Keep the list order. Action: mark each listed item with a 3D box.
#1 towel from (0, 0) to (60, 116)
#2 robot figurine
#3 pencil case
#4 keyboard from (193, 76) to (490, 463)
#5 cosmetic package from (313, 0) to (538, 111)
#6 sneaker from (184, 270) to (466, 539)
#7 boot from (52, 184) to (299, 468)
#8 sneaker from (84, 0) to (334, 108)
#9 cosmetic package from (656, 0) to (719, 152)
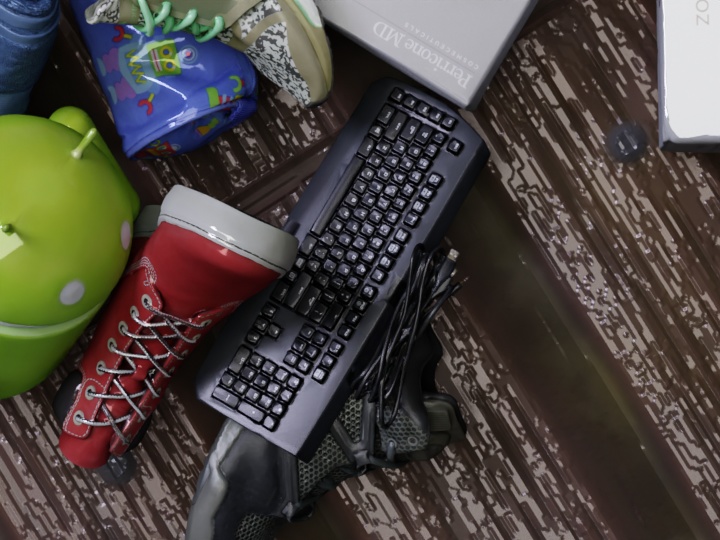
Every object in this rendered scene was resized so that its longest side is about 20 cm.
[{"bbox_3d":[-0.217,-0.120,1.385,0.112,0.200,0.049,39,56,3],"label":"towel"},{"bbox_3d":[-0.188,-0.006,1.369,0.116,0.200,0.176,37,57,-4],"label":"robot figurine"},{"bbox_3d":[-0.116,-0.162,1.419,0.087,0.078,0.201,-19,89,23],"label":"pencil case"},{"bbox_3d":[0.000,0.000,1.369,0.104,0.040,0.200,28,84,13],"label":"keyboard"},{"bbox_3d":[0.064,-0.194,1.395,0.107,0.090,0.201,29,91,2],"label":"cosmetic package"},{"bbox_3d":[-0.017,0.101,1.410,0.114,0.076,0.200,28,88,12],"label":"sneaker"},{"bbox_3d":[-0.101,0.036,1.349,0.072,0.200,0.145,28,78,-12],"label":"boot"},{"bbox_3d":[-0.101,-0.144,1.344,0.200,0.077,0.089,43,70,-7],"label":"sneaker"},{"bbox_3d":[0.249,-0.145,1.332,0.199,0.166,0.168,-2,90,6],"label":"cosmetic package"}]
